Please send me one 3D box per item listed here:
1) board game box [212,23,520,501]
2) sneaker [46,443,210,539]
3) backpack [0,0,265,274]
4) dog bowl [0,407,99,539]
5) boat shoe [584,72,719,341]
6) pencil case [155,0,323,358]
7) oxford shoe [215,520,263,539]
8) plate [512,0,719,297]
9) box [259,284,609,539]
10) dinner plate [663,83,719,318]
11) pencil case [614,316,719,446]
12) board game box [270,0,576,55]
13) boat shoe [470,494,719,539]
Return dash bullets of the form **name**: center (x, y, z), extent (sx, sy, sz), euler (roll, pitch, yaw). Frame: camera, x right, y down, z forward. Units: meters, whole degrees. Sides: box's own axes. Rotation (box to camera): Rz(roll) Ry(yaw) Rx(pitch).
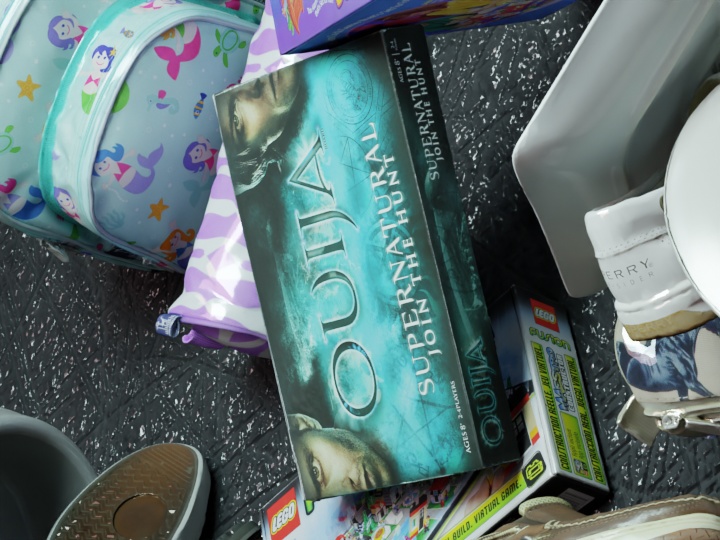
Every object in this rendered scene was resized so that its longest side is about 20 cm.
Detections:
- **board game box**: center (0.000, 0.000, 1.372), extent (0.135, 0.028, 0.201), euler (-16, 86, 50)
- **sneaker**: center (-0.131, 0.185, 1.561), extent (0.073, 0.085, 0.200), euler (11, 58, 28)
- **backpack**: center (-0.141, -0.095, 1.604), extent (0.150, 0.200, 0.178), euler (29, 95, 46)
- **dog bowl**: center (-0.200, 0.164, 1.562), extent (0.058, 0.200, 0.201), euler (-2, 70, 36)
- **boat shoe**: center (0.161, -0.050, 1.186), extent (0.071, 0.069, 0.200), euler (-16, 18, 49)
- **pencil case**: center (-0.037, -0.048, 1.544), extent (0.085, 0.084, 0.201), euler (0, 70, 68)
- **oxford shoe**: center (-0.084, 0.219, 1.480), extent (0.200, 0.084, 0.073), euler (-63, -1, -21)
- **plate**: center (0.138, -0.091, 1.226), extent (0.032, 0.200, 0.200), euler (30, 81, 19)
- **box**: center (0.030, 0.109, 1.402), extent (0.200, 0.035, 0.110), euler (-43, 41, 33)
- **dinner plate**: center (0.212, -0.032, 1.108), extent (0.024, 0.199, 0.201), euler (83, 173, -47)
- **pencil case**: center (0.190, 0.025, 1.184), extent (0.200, 0.078, 0.090), euler (-9, 57, 52)
- **board game box**: center (0.052, -0.141, 1.295), extent (0.200, 0.134, 0.045), euler (161, 99, -70)
- **boat shoe**: center (0.081, 0.127, 1.282), extent (0.202, 0.075, 0.075), euler (-26, 43, 36)
